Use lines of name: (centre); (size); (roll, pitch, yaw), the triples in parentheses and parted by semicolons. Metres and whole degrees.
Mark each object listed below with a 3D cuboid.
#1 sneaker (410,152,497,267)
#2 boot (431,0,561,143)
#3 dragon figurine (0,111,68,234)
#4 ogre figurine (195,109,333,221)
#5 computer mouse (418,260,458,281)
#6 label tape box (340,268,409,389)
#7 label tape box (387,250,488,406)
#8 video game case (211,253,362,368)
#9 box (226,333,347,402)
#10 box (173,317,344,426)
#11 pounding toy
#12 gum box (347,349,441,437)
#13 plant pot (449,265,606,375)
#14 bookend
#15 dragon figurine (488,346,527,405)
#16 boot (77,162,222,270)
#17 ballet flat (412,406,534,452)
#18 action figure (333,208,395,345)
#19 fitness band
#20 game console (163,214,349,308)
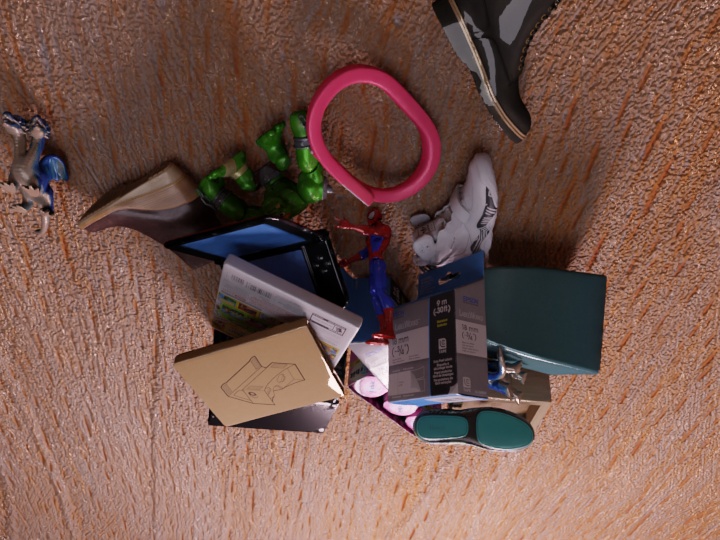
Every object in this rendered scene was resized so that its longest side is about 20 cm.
sneaker: (0.131, -0.075, 0.841); (0.114, 0.075, 0.201); (-1, 134, 2)
boot: (0.191, -0.260, 0.685); (0.138, 0.078, 0.200); (-29, 124, 20)
dragon figurine: (-0.460, -0.134, 0.838); (0.058, 0.100, 0.200); (6, 150, -5)
ogre figurine: (-0.122, -0.123, 0.814); (0.199, 0.098, 0.120); (-36, 106, 4)
computer mouse: (0.171, 0.035, 0.966); (0.200, 0.034, 0.059); (41, 104, -18)
label tape box: (0.037, 0.090, 0.934); (0.063, 0.145, 0.200); (-24, 125, 23)
label tape box: (0.102, 0.079, 0.808); (0.063, 0.202, 0.144); (14, 158, -32)
video game case: (-0.113, 0.074, 0.843); (0.199, 0.023, 0.182); (26, 142, -3)
box: (-0.119, 0.118, 0.971); (0.198, 0.161, 0.044); (18, 129, -12)
box: (-0.140, 0.153, 0.846); (0.198, 0.021, 0.164); (-17, 130, 8)
pounding toy: (0.218, 0.184, 1.036); (0.198, 0.143, 0.185); (4, 145, 5)
gum box: (0.069, 0.203, 1.058); (0.066, 0.114, 0.200); (-33, 121, 28)
plant pot: (0.233, 0.068, 0.872); (0.198, 0.143, 0.141); (11, 168, -9)
bookend: (-0.152, 0.165, 1.012); (0.198, 0.200, 0.092); (10, 132, -19)
dragon figurine: (0.184, 0.151, 0.860); (0.099, 0.059, 0.200); (11, 167, 28)
boot: (-0.307, -0.058, 0.892); (0.199, 0.073, 0.167); (-21, 124, 17)
ballet flat: (0.187, 0.262, 0.984); (0.198, 0.075, 0.075); (6, 131, 5)
action figure: (0.000, 0.000, 0.843); (0.098, 0.202, 0.065); (7, 158, -13)
fitness band: (0.018, -0.171, 0.764); (0.144, 0.037, 0.200); (-47, 122, 7)
game console: (-0.142, 0.007, 0.818); (0.199, 0.119, 0.174); (-10, 106, 29)
